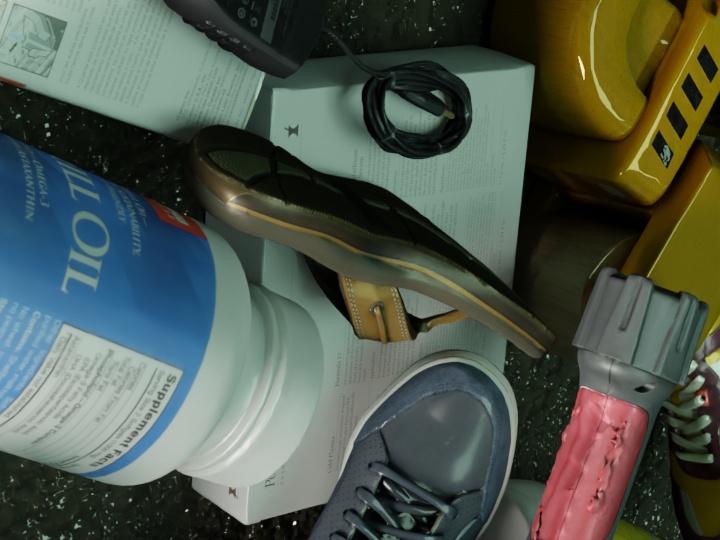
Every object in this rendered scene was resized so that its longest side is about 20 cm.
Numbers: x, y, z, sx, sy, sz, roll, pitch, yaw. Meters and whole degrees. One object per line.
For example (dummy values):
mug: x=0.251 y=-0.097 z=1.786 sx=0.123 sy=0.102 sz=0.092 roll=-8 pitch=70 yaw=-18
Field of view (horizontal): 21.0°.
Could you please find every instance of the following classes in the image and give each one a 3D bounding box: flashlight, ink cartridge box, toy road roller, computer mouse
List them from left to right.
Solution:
ink cartridge box: x=-0.116 y=-0.124 z=0.743 sx=0.199 sy=0.050 sz=0.110 roll=17 pitch=95 yaw=-42
computer mouse: x=-0.018 y=-0.094 z=0.789 sx=0.200 sy=0.034 sz=0.059 roll=33 pitch=67 yaw=-48
flashlight: x=0.092 y=0.099 z=0.836 sx=0.068 sy=0.068 sz=0.201 roll=19 pitch=91 yaw=-26
toy road roller: x=0.117 y=-0.064 z=0.926 sx=0.146 sy=0.123 sz=0.201 roll=32 pitch=84 yaw=-28

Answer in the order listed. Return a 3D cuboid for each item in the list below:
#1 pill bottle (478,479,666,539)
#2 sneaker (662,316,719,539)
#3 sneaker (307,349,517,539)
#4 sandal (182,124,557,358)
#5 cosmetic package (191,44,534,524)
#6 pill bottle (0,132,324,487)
pill bottle: x=0.094 y=0.170 z=0.976 sx=0.200 sy=0.114 sz=0.115 roll=30 pitch=86 yaw=-51
sneaker: x=0.179 y=0.062 z=1.039 sx=0.090 sy=0.075 sz=0.201 roll=10 pitch=77 yaw=-39
sneaker: x=0.004 y=0.139 z=0.816 sx=0.077 sy=0.146 sz=0.203 roll=29 pitch=105 yaw=-3
sandal: x=0.000 y=0.000 z=0.807 sx=0.199 sy=0.082 sz=0.055 roll=21 pitch=109 yaw=-43
cosmetic package: x=0.001 y=0.003 z=0.891 sx=0.150 sy=0.052 sz=0.201 roll=-10 pitch=113 yaw=-39
pill bottle: x=-0.113 y=0.018 z=0.748 sx=0.199 sy=0.112 sz=0.113 roll=24 pitch=90 yaw=-39
